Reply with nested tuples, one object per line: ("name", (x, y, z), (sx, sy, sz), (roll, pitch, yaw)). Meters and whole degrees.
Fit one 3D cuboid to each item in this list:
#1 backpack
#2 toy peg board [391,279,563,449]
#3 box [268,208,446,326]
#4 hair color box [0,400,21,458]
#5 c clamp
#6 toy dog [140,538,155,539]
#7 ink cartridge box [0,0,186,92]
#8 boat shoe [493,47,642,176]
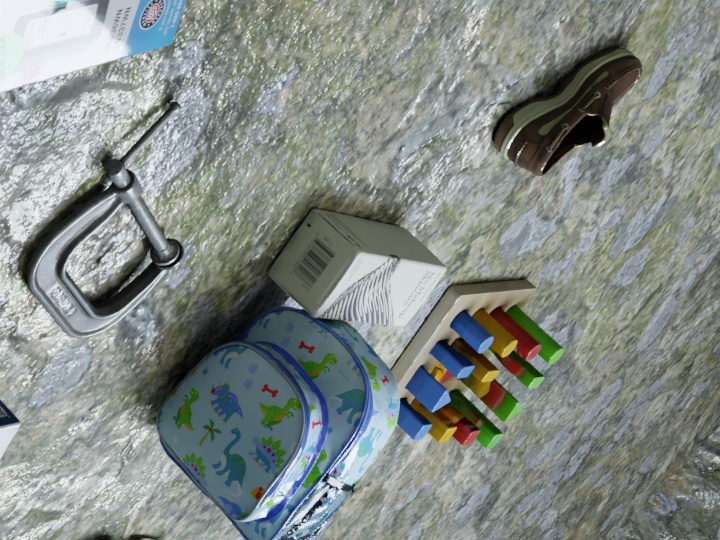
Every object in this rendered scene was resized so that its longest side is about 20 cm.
("backpack", (-0.073, 0.137, 1.852), (0.200, 0.183, 0.147), (-49, 154, 9))
("toy peg board", (0.129, 0.121, 2.301), (0.200, 0.098, 0.199), (-56, 156, 20))
("box", (0.000, 0.000, 1.907), (0.082, 0.068, 0.200), (-54, 156, 14))
("hair color box", (-0.360, 0.147, 1.512), (0.200, 0.061, 0.100), (-8, 136, -56))
("c clamp", (-0.187, -0.024, 1.587), (0.171, 0.027, 0.200), (-41, 156, -15))
("toy dog", (-0.253, 0.380, 1.996), (0.200, 0.140, 0.194), (-50, 144, 7))
("ink cartridge box", (-0.202, -0.202, 1.110), (0.200, 0.146, 0.147), (-24, 148, -44))
("boat shoe", (0.228, -0.155, 2.053), (0.202, 0.075, 0.075), (-35, 155, -28))
